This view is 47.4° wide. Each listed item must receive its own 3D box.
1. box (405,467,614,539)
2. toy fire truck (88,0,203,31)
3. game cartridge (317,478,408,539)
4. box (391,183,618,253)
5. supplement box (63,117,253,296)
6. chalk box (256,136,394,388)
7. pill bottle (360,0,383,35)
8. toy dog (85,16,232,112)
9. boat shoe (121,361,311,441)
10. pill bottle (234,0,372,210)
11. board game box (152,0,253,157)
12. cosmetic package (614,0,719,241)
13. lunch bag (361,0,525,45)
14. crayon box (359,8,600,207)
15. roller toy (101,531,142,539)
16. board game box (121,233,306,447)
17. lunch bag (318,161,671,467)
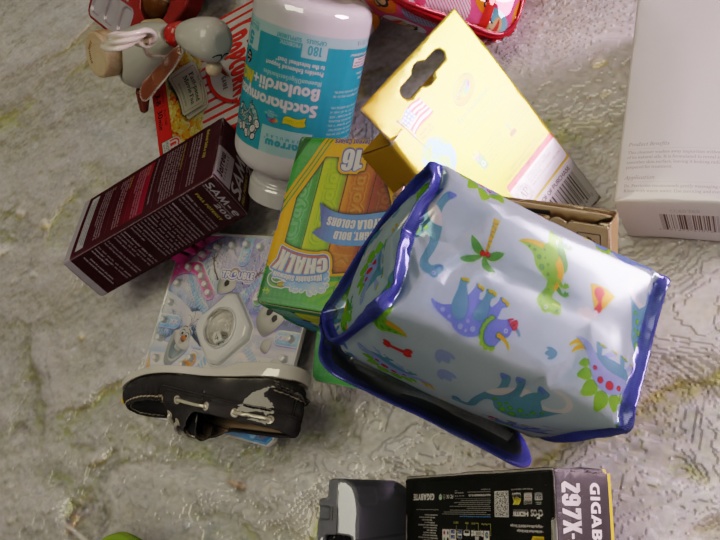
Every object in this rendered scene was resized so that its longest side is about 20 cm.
[{"bbox_3d":[0.094,0.221,0.567,0.200,0.049,0.161,147,125,-61],"label":"box"},{"bbox_3d":[-0.256,-0.349,1.000,0.200,0.112,0.169,40,116,32],"label":"toy fire truck"},{"bbox_3d":[0.005,0.261,0.617,0.041,0.133,0.201,-5,75,26],"label":"game cartridge"},{"bbox_3d":[0.112,0.032,0.622,0.163,0.201,0.021,11,42,29],"label":"box"},{"bbox_3d":[-0.209,-0.066,0.861,0.199,0.061,0.109,-27,37,21],"label":"supplement box"},{"bbox_3d":[0.000,0.000,0.721,0.124,0.124,0.201,6,75,29],"label":"chalk box"},{"bbox_3d":[0.017,-0.349,0.844,0.116,0.116,0.200,36,90,32],"label":"pill bottle"},{"bbox_3d":[-0.207,-0.211,0.860,0.131,0.097,0.200,-18,23,-20],"label":"toy dog"},{"bbox_3d":[-0.134,0.121,0.725,0.199,0.074,0.061,-5,63,24],"label":"boat shoe"},{"bbox_3d":[-0.059,-0.161,0.783,0.110,0.110,0.201,30,121,32],"label":"pill bottle"},{"bbox_3d":[-0.137,-0.210,0.912,0.199,0.046,0.152,-23,63,18],"label":"board game box"},{"bbox_3d":[0.273,-0.131,0.657,0.112,0.081,0.201,6,74,28],"label":"cosmetic package"},{"bbox_3d":[0.101,-0.317,0.770,0.082,0.175,0.201,-163,87,-68],"label":"lunch bag"},{"bbox_3d":[0.090,-0.088,0.654,0.127,0.200,0.051,-49,19,-22],"label":"crayon box"},{"bbox_3d":[-0.260,0.349,0.717,0.182,0.140,0.201,-28,62,16],"label":"roller toy"},{"bbox_3d":[-0.141,0.056,0.815,0.199,0.026,0.201,5,74,36],"label":"board game box"},{"bbox_3d":[0.068,0.042,0.545,0.169,0.200,0.128,27,70,-8],"label":"lunch bag"}]
